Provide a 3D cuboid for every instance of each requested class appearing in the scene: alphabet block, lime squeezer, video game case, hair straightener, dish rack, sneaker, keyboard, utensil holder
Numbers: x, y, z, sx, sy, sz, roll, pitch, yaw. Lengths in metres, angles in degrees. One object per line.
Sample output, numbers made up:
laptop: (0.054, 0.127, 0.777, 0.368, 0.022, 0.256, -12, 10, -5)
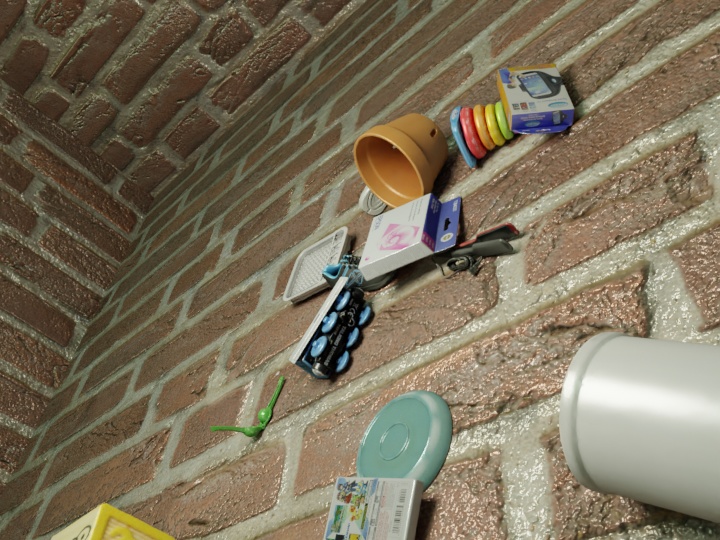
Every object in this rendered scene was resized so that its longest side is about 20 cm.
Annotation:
alphabet block: (-0.519, 0.622, 1.346, 0.199, 0.196, 0.197, -34, 32, 28)
lime squeezer: (-0.224, 0.307, 1.429, 0.199, 0.071, 0.038, -33, -4, -36)
video game case: (0.006, 0.402, 0.968, 0.181, 0.022, 0.203, -18, 50, 47)
hair straightener: (0.195, -0.029, 1.214, 0.199, 0.041, 0.078, -14, 44, 50)
dish rack: (-0.098, -0.005, 1.639, 0.199, 0.043, 0.173, -25, 37, 41)
sneaker: (0.065, -0.228, 1.637, 0.200, 0.076, 0.081, -48, 18, 3)
keyboard: (-0.085, 0.098, 1.353, 0.201, 0.011, 0.056, -58, 7, -8)
utensil holder: (0.324, 0.153, 0.654, 0.199, 0.170, 0.171, 0, 55, 55)
sneaker: (0.000, 0.000, 1.437, 0.199, 0.082, 0.074, -26, 33, 37)

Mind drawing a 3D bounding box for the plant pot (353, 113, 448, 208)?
plant pot: (0.102, -0.254, 1.494, 0.140, 0.201, 0.199, -45, 23, -26)

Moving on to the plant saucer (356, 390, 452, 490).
plant saucer: (0.060, 0.275, 1.066, 0.199, 0.027, 0.201, -38, 29, 26)

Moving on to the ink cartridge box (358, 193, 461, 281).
ink cartridge box: (0.101, -0.080, 1.351, 0.198, 0.044, 0.197, -24, 26, 25)

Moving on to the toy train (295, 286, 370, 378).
toy train: (-0.057, 0.125, 1.371, 0.114, 0.086, 0.202, -15, 43, 57)

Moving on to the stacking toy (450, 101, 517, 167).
stacking toy: (0.291, -0.303, 1.367, 0.198, 0.110, 0.117, -16, 31, 27)

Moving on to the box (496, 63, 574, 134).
box: (0.336, -0.331, 1.298, 0.117, 0.042, 0.202, -5, 42, 4)
